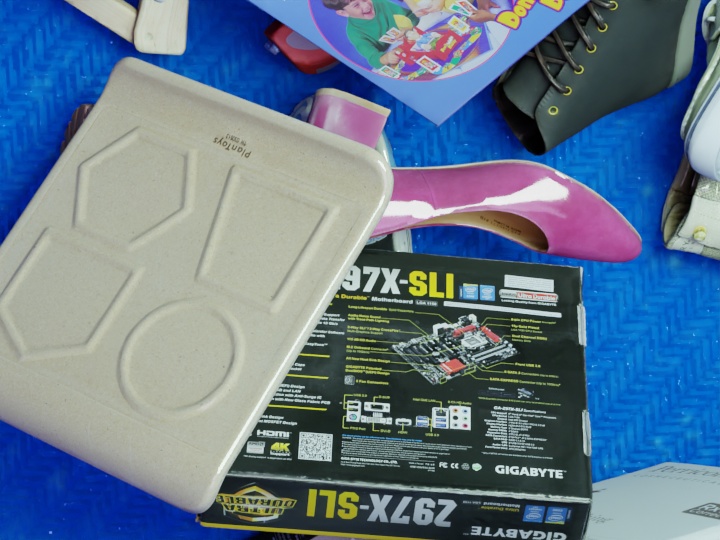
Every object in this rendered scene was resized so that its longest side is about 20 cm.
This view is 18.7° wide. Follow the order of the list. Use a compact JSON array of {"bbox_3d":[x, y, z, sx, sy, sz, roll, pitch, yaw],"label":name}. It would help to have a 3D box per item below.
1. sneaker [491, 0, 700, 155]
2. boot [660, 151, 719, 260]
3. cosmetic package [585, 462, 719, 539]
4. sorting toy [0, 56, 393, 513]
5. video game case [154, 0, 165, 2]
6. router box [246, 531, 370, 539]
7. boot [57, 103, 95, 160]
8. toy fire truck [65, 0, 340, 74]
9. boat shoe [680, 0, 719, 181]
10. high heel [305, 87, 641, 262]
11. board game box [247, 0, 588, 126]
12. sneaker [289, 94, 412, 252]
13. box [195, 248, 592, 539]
[{"bbox_3d":[0.121,-0.137,1.155,0.106,0.201,0.075,-35,57,-12],"label":"sneaker"},{"bbox_3d":[0.245,0.004,1.253,0.153,0.072,0.202,10,91,-10],"label":"boot"},{"bbox_3d":[0.155,0.210,1.191,0.199,0.164,0.167,-12,97,-31],"label":"cosmetic package"},{"bbox_3d":[-0.099,0.005,1.105,0.184,0.037,0.201,22,75,28],"label":"sorting toy"},{"bbox_3d":[-0.117,-0.254,1.113,0.199,0.022,0.183,34,89,33],"label":"video game case"},{"bbox_3d":[0.020,0.227,1.269,0.148,0.051,0.201,-25,104,-3],"label":"router box"},{"bbox_3d":[-0.110,0.003,1.215,0.106,0.075,0.202,-12,95,-25],"label":"boot"},{"bbox_3d":[-0.097,-0.168,1.190,0.141,0.049,0.200,-43,103,1],"label":"toy fire truck"},{"bbox_3d":[0.223,-0.138,1.212,0.062,0.072,0.201,25,68,22],"label":"boat shoe"},{"bbox_3d":[0.049,-0.019,1.153,0.199,0.067,0.097,23,73,-12],"label":"high heel"},{"bbox_3d":[0.051,-0.170,1.076,0.134,0.045,0.200,31,135,-23],"label":"board game box"},{"bbox_3d":[0.000,0.000,1.220,0.071,0.072,0.202,-17,103,-6],"label":"sneaker"},{"bbox_3d":[0.019,0.063,1.131,0.198,0.161,0.050,4,136,-3],"label":"box"}]
